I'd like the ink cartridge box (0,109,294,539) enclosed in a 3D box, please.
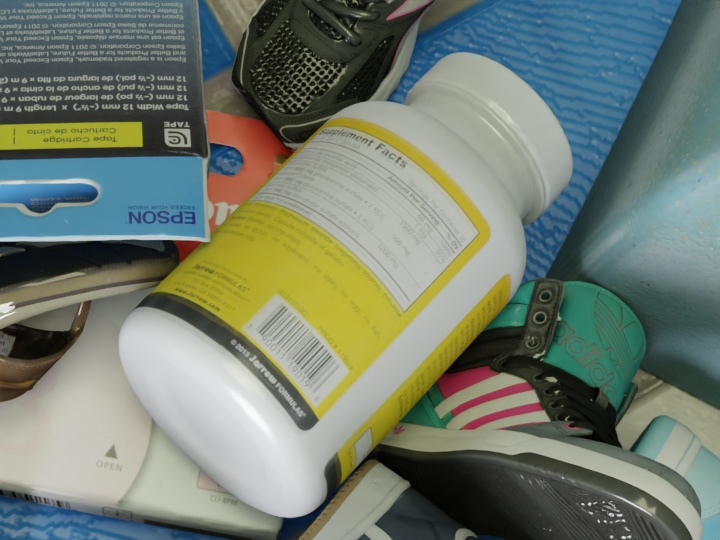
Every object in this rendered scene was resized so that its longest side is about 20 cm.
[{"bbox_3d":[-0.098,0.012,0.904,0.161,0.057,0.202,11,79,-2],"label":"ink cartridge box"}]

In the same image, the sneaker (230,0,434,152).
[{"bbox_3d":[0.010,-0.151,0.938,0.080,0.086,0.201,34,74,7],"label":"sneaker"}]

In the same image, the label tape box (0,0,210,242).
[{"bbox_3d":[-0.140,-0.070,0.874,0.142,0.066,0.201,-2,50,-7],"label":"label tape box"}]

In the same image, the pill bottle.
[{"bbox_3d":[0.000,0.000,0.844,0.112,0.112,0.200,42,66,7],"label":"pill bottle"}]

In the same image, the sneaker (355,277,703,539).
[{"bbox_3d":[0.093,0.063,0.848,0.121,0.199,0.084,-48,119,-23],"label":"sneaker"}]

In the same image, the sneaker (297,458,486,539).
[{"bbox_3d":[0.012,0.152,0.773,0.108,0.200,0.070,32,118,7],"label":"sneaker"}]

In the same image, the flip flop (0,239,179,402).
[{"bbox_3d":[-0.169,0.032,0.839,0.199,0.081,0.058,-27,116,-14],"label":"flip flop"}]

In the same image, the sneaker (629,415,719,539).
[{"bbox_3d":[0.139,0.176,0.866,0.130,0.080,0.201,30,75,4],"label":"sneaker"}]

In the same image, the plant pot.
[{"bbox_3d":[0.220,-0.044,0.871,0.195,0.200,0.197,28,74,2],"label":"plant pot"}]
